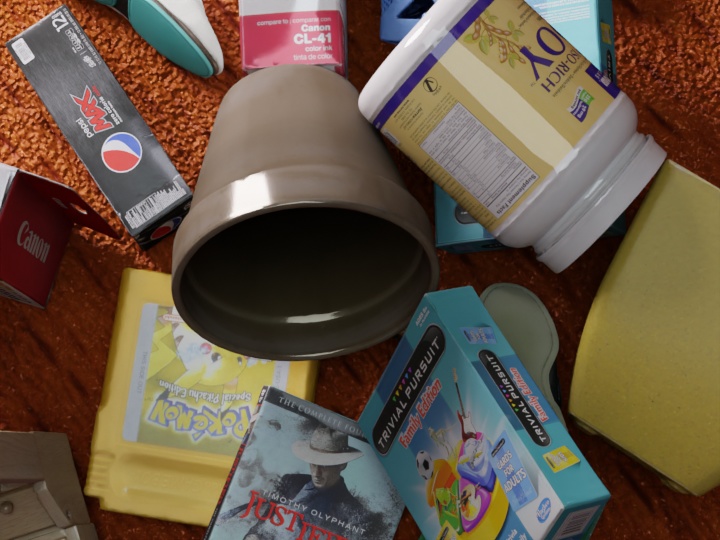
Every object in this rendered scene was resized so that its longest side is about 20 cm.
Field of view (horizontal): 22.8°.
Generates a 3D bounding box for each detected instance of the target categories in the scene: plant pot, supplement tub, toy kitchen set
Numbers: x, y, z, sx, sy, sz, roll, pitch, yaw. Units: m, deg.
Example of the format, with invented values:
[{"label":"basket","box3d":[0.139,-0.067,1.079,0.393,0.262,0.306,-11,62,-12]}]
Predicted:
[{"label":"plant pot","box3d":[-0.046,-0.056,1.364,0.199,0.200,0.174,-7,54,2]},{"label":"supplement tub","box3d":[0.114,-0.110,1.330,0.200,0.145,0.146,42,84,0]},{"label":"toy kitchen set","box3d":[-0.301,0.243,1.364,0.162,0.180,0.201,-19,80,8]},{"label":"plant pot","box3d":[0.258,0.061,1.377,0.195,0.194,0.201,34,88,8]}]

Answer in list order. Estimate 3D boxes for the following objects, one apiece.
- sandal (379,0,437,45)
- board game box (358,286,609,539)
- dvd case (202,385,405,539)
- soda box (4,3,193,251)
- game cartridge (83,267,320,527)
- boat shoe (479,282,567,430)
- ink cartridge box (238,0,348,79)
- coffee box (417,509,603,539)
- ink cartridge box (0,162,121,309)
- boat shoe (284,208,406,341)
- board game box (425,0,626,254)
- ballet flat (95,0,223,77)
[{"label":"sandal","box3d":[0.044,-0.216,1.447,0.087,0.079,0.200,-44,67,17]},{"label":"board game box","box3d":[0.085,0.138,1.320,0.047,0.151,0.200,-8,51,-34]},{"label":"dvd case","box3d":[-0.048,0.211,1.424,0.145,0.022,0.201,24,80,-12]},{"label":"soda box","box3d":[-0.213,-0.118,1.487,0.063,0.071,0.201,-33,80,-4]},{"label":"game cartridge","box3d":[-0.126,0.108,1.463,0.175,0.032,0.201,8,80,4]},{"label":"boat shoe","box3d":[0.124,0.099,1.418,0.074,0.066,0.200,-1,46,-13]},{"label":"ink cartridge box","box3d":[-0.055,-0.241,1.462,0.085,0.148,0.201,-1,81,3]},{"label":"coffee box","box3d":[0.099,0.236,1.392,0.122,0.044,0.201,26,62,7]},{"label":"ink cartridge box","box3d":[-0.298,-0.034,1.411,0.175,0.200,0.084,18,82,7]},{"label":"boat shoe","box3d":[0.000,0.000,1.457,0.199,0.072,0.065,32,85,13]},{"label":"board game box","box3d":[0.134,-0.122,1.458,0.150,0.047,0.201,-6,79,24]},{"label":"ballet flat","box3d":[-0.187,-0.241,1.517,0.199,0.069,0.070,33,83,9]}]
